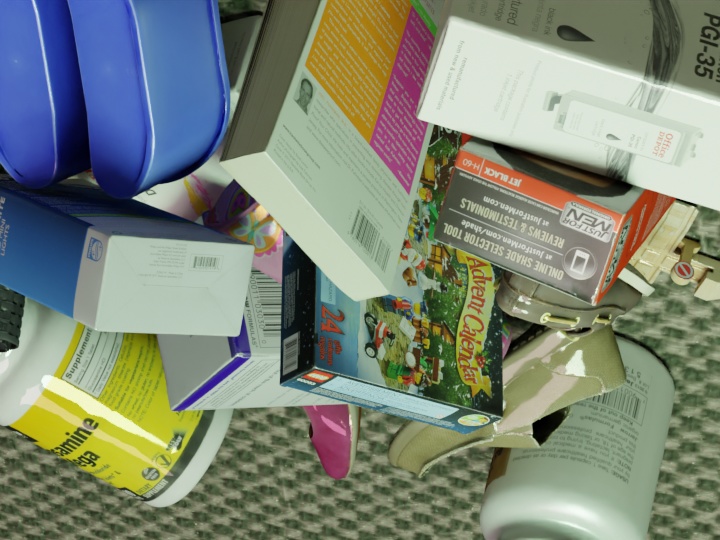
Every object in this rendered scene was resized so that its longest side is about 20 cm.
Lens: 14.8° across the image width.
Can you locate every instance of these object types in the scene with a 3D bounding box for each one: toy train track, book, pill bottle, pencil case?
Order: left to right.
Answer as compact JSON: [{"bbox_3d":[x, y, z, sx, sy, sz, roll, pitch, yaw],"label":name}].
[{"bbox_3d":[-0.200,0.081,2.000,0.200,0.113,0.112,31,144,-20],"label":"pill bottle"},{"bbox_3d":[-0.004,-0.102,1.572,0.048,0.200,0.134,-11,138,34],"label":"book"},{"bbox_3d":[0.000,0.000,1.686,0.200,0.088,0.087,41,140,-17],"label":"pencil case"},{"bbox_3d":[0.142,0.150,1.877,0.114,0.200,0.114,11,146,8],"label":"pill bottle"},{"bbox_3d":[0.146,-0.017,1.785,0.200,0.033,0.115,20,146,-4],"label":"toy train track"}]

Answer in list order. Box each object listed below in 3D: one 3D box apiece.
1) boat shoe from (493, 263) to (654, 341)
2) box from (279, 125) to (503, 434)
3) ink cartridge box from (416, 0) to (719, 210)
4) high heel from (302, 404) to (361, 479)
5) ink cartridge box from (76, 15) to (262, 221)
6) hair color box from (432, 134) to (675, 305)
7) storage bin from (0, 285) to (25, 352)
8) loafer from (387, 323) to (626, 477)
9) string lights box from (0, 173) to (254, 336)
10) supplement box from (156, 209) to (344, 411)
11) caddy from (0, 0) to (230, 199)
[{"bbox_3d":[0.127,0.008,1.676,0.072,0.060,0.200,34,-175,16],"label":"boat shoe"},{"bbox_3d":[0.020,-0.015,1.629,0.136,0.201,0.038,16,153,-32],"label":"box"},{"bbox_3d":[0.145,-0.129,1.518,0.200,0.147,0.083,17,138,-2],"label":"ink cartridge box"},{"bbox_3d":[-0.049,0.076,1.962,0.096,0.067,0.200,1,140,4],"label":"high heel"},{"bbox_3d":[-0.120,-0.085,1.766,0.200,0.067,0.117,-10,139,34],"label":"ink cartridge box"},{"bbox_3d":[0.123,-0.056,1.576,0.101,0.200,0.061,22,116,11],"label":"hair color box"},{"bbox_3d":[-0.328,0.004,1.899,0.135,0.094,0.200,17,165,-36],"label":"storage bin"},{"bbox_3d":[0.096,0.090,1.820,0.200,0.076,0.067,-38,90,39],"label":"loafer"},{"bbox_3d":[-0.163,-0.013,1.663,0.103,0.059,0.200,4,-170,-37],"label":"string lights box"},{"bbox_3d":[-0.025,0.025,1.784,0.200,0.101,0.103,0,157,-31],"label":"supplement box"},{"bbox_3d":[-0.153,-0.137,1.640,0.141,0.105,0.200,8,117,30],"label":"caddy"}]
